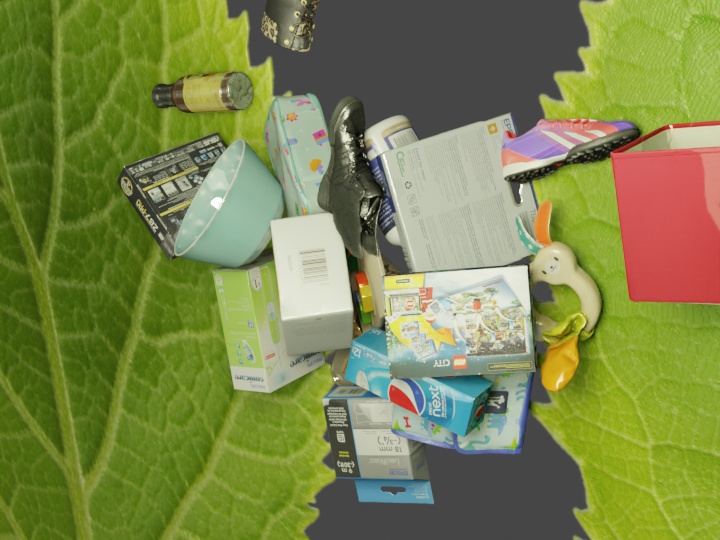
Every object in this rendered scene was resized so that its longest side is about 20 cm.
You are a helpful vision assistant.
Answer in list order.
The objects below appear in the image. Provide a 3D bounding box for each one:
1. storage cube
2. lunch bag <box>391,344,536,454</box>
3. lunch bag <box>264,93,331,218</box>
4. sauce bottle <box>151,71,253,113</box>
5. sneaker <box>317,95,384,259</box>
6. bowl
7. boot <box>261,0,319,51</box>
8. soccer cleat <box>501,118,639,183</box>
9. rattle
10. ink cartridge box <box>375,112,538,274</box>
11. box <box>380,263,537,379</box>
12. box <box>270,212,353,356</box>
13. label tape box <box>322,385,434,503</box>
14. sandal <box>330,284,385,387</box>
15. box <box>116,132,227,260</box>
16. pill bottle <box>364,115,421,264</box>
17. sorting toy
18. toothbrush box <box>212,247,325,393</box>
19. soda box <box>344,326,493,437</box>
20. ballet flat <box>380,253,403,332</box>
[{"bbox_3d":[0.413,-0.072,1.371,0.197,0.170,0.183,0,106,39],"label":"storage cube"},{"bbox_3d":[0.152,0.168,1.709,0.196,0.127,0.173,12,111,17],"label":"lunch bag"},{"bbox_3d":[-0.085,-0.158,1.770,0.161,0.076,0.203,115,141,-69],"label":"lunch bag"},{"bbox_3d":[-0.265,-0.291,1.928,0.197,0.064,0.066,4,108,37],"label":"sauce bottle"},{"bbox_3d":[-0.002,-0.127,1.607,0.104,0.059,0.203,31,118,37],"label":"sneaker"},{"bbox_3d":[-0.187,-0.086,1.768,0.104,0.203,0.201,30,133,-20],"label":"bowl"},{"bbox_3d":[-0.073,-0.397,1.726,0.199,0.073,0.153,33,122,32],"label":"boot"},{"bbox_3d":[0.268,-0.172,1.531,0.198,0.068,0.075,-16,77,39],"label":"soccer cleat"},{"bbox_3d":[0.239,0.032,1.550,0.129,0.143,0.203,14,130,38],"label":"rattle"},{"bbox_3d":[0.140,-0.093,1.609,0.043,0.197,0.200,-176,69,-75],"label":"ink cartridge box"},{"bbox_3d":[0.130,0.068,1.551,0.196,0.038,0.139,-4,94,14],"label":"box"},{"bbox_3d":[-0.071,0.024,1.743,0.200,0.104,0.155,93,169,-70],"label":"box"},{"bbox_3d":[0.029,0.288,1.866,0.142,0.063,0.204,-4,102,28],"label":"label tape box"},{"bbox_3d":[-0.014,0.108,1.863,0.081,0.054,0.202,37,124,24],"label":"sandal"},{"bbox_3d":[-0.269,-0.124,1.897,0.162,0.199,0.049,53,139,11],"label":"box"},{"bbox_3d":[0.065,-0.109,1.682,0.115,0.115,0.202,-35,82,41],"label":"pill bottle"},{"bbox_3d":[0.000,0.000,1.727,0.200,0.036,0.188,111,146,-73],"label":"sorting toy"},{"bbox_3d":[-0.147,0.078,1.903,0.085,0.145,0.204,2,106,39],"label":"toothbrush box"},{"bbox_3d":[0.080,0.153,1.632,0.198,0.068,0.065,23,115,24],"label":"soda box"},{"bbox_3d":[0.065,0.067,1.787,0.074,0.068,0.204,-2,110,17],"label":"ballet flat"}]
